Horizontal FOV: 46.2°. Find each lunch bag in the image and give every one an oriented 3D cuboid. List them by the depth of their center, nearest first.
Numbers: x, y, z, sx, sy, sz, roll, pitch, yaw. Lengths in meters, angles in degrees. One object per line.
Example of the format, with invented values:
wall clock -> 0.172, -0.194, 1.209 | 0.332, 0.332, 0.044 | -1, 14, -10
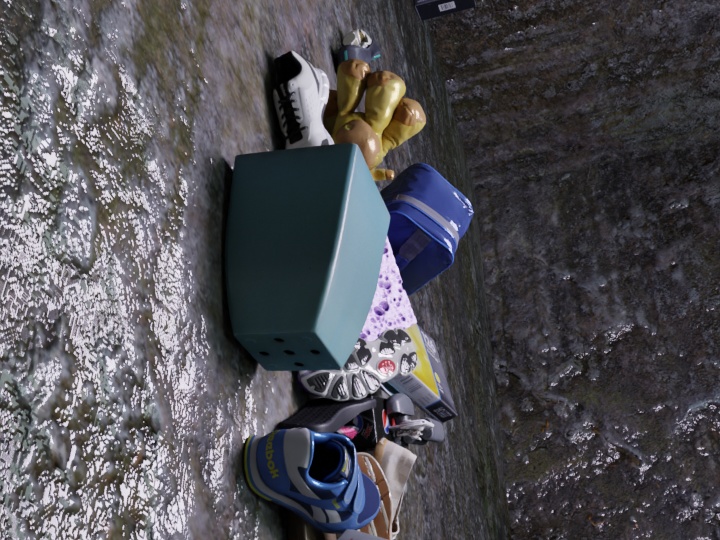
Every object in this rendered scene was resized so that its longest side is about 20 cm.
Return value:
lunch bag -> 0.063, -0.048, 1.295 | 0.135, 0.200, 0.133 | 38, 49, -9

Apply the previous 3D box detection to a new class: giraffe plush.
giraffe plush -> -0.014, -0.187, 1.241 | 0.163, 0.171, 0.202 | -59, 172, -56

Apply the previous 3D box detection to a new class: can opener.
can opener -> 0.085, 0.221, 1.225 | 0.200, 0.052, 0.067 | 48, 33, -67

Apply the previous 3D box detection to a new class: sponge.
sponge -> 0.000, 0.000, 1.165 | 0.111, 0.030, 0.202 | -23, 97, -35

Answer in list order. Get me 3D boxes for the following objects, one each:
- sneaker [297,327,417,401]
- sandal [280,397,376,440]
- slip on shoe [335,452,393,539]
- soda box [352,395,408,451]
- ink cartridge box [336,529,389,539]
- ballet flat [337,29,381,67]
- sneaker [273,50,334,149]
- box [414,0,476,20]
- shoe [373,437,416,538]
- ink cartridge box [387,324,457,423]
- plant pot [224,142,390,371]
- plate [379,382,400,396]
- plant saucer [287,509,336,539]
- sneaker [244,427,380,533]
sneaker -> -0.008, 0.130, 1.070 | 0.199, 0.083, 0.081 | -4, 65, -49
sandal -> -0.037, 0.181, 0.992 | 0.200, 0.074, 0.046 | -9, 95, -69
slip on shoe -> 0.006, 0.316, 0.977 | 0.061, 0.075, 0.203 | -35, -112, 61
soda box -> 0.015, 0.217, 1.184 | 0.200, 0.062, 0.072 | 38, 43, -72
ink cartridge box -> 0.034, 0.363, 0.796 | 0.145, 0.198, 0.147 | -32, 115, -45
ballet flat -> -0.004, -0.406, 1.552 | 0.200, 0.072, 0.074 | -65, 143, -64
sneaker -> -0.083, -0.196, 1.095 | 0.080, 0.073, 0.202 | 36, 39, -50
box -> 0.274, -0.965, 2.827 | 0.104, 0.197, 0.185 | 40, 41, -68
shoe -> 0.029, 0.314, 1.076 | 0.070, 0.053, 0.203 | -56, 157, -72
ink cartridge box -> 0.071, 0.113, 1.307 | 0.198, 0.047, 0.202 | 43, 26, -48
plant pot -> -0.060, -0.005, 0.885 | 0.142, 0.139, 0.202 | 61, 31, -54
plate -> 0.016, 0.110, 1.260 | 0.201, 0.025, 0.201 | 53, 17, -24
plant saucer -> -0.042, 0.297, 0.966 | 0.200, 0.029, 0.203 | -9, 90, -76
sneaker -> -0.030, 0.216, 0.866 | 0.200, 0.082, 0.075 | 37, 37, -45
